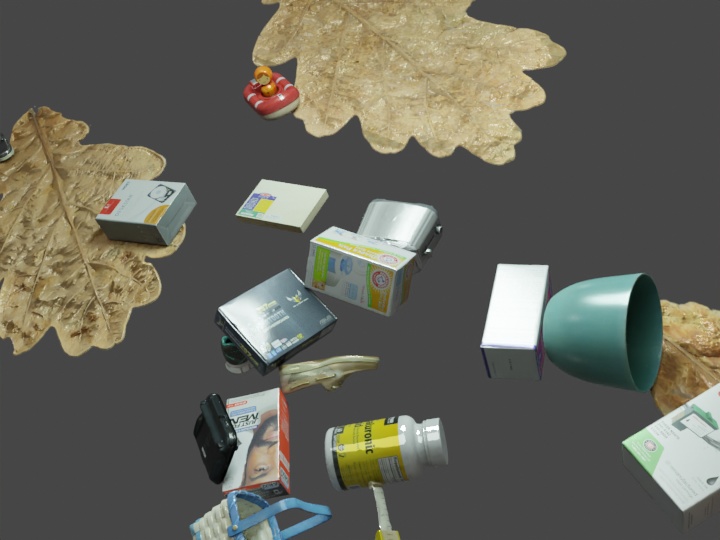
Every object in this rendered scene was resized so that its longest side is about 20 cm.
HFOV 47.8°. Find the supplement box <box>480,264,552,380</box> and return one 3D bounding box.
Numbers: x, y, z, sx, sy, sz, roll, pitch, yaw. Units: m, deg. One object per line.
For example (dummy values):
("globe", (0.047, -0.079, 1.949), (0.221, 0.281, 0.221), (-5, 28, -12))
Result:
("supplement box", (0.296, 0.094, 1.522), (0.103, 0.101, 0.200), (0, 49, 21))

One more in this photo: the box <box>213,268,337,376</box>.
("box", (-0.169, 0.100, 1.642), (0.200, 0.051, 0.158), (-30, 67, -39))

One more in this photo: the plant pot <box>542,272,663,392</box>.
("plant pot", (0.414, 0.105, 1.410), (0.161, 0.201, 0.201), (-1, 47, 36))

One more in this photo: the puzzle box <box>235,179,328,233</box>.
("puzzle box", (-0.193, -0.160, 1.995), (0.200, 0.025, 0.133), (12, 55, 30))

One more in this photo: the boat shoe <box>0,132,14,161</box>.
("boat shoe", (-1.151, -0.406, 2.555), (0.072, 0.065, 0.200), (-35, 47, -15))

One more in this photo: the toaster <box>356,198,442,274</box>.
("toaster", (0.071, -0.073, 1.755), (0.200, 0.114, 0.129), (10, 55, 25))

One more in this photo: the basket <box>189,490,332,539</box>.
("basket", (-0.161, 0.431, 1.338), (0.200, 0.176, 0.139), (-32, 59, 9))

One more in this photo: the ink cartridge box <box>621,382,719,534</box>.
("ink cartridge box", (0.534, 0.287, 1.265), (0.200, 0.084, 0.146), (-30, 46, -7))

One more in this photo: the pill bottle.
("pill bottle", (0.046, 0.312, 1.406), (0.200, 0.111, 0.111), (-11, 46, 9))

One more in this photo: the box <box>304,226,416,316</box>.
("box", (0.000, 0.000, 1.668), (0.200, 0.113, 0.101), (19, 27, 20))

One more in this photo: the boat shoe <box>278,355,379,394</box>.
("boat shoe", (-0.059, 0.203, 1.586), (0.200, 0.072, 0.065), (-8, 82, 4))

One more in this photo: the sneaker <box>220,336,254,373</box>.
("sneaker", (-0.204, 0.127, 1.685), (0.200, 0.091, 0.078), (-39, 45, -18))

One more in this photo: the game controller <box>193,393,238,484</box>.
("game controller", (-0.272, 0.311, 1.517), (0.042, 0.105, 0.200), (8, 15, -24))

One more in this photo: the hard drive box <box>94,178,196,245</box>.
("hard drive box", (-0.549, -0.151, 2.085), (0.200, 0.077, 0.156), (6, 51, 25))

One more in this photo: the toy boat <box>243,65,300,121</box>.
("toy boat", (-0.257, -0.511, 2.272), (0.130, 0.131, 0.200), (-33, 46, -11))

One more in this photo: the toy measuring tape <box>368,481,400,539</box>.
("toy measuring tape", (0.031, 0.444, 1.315), (0.073, 0.074, 0.200), (-19, 48, 3))

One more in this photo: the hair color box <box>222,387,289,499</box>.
("hair color box", (-0.193, 0.326, 1.517), (0.111, 0.064, 0.200), (-14, 47, 8))
